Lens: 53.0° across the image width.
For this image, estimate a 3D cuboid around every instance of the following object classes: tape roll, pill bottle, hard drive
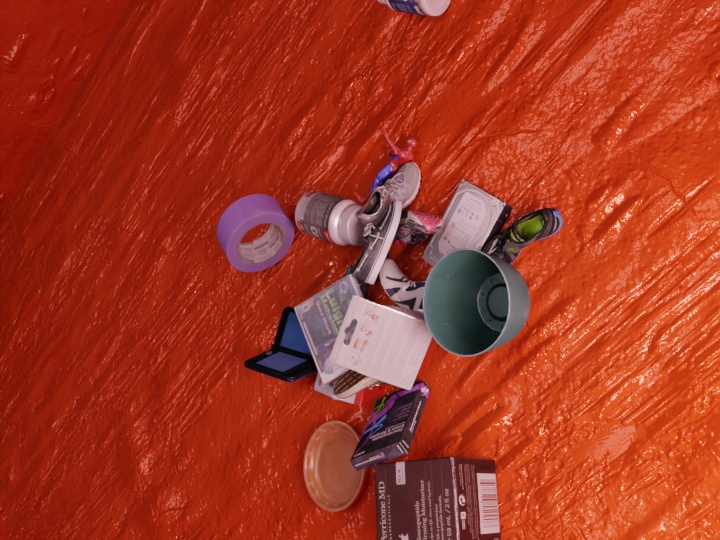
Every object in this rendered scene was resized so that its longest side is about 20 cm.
[{"bbox_3d":[-0.283,-0.100,1.954,0.201,0.198,0.085,-52,51,18],"label":"tape roll"},{"bbox_3d":[-0.065,-0.128,1.820,0.197,0.113,0.117,19,91,44],"label":"pill bottle"},{"bbox_3d":[0.125,-0.703,1.806,0.198,0.110,0.114,26,96,43],"label":"pill bottle"},{"bbox_3d":[0.231,-0.082,1.589,0.139,0.037,0.203,38,105,42],"label":"hard drive"}]

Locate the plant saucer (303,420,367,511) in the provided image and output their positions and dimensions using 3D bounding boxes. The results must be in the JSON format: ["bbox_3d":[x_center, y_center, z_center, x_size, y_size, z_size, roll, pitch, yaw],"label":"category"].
[{"bbox_3d":[-0.055,0.460,1.702,0.197,0.037,0.206,-13,71,39],"label":"plant saucer"}]

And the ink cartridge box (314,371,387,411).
[{"bbox_3d":[-0.017,0.235,1.721,0.197,0.049,0.167,13,88,47],"label":"ink cartridge box"}]

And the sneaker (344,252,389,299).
[{"bbox_3d":[0.000,0.000,1.753,0.082,0.072,0.203,38,103,42],"label":"sneaker"}]

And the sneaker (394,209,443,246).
[{"bbox_3d":[0.130,-0.092,1.630,0.200,0.078,0.077,-172,92,-77],"label":"sneaker"}]

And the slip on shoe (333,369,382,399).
[{"bbox_3d":[0.027,0.242,1.648,0.198,0.061,0.077,-36,25,13],"label":"slip on shoe"}]

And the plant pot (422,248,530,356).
[{"bbox_3d":[0.246,0.064,1.438,0.197,0.159,0.207,-2,86,39],"label":"plant pot"}]

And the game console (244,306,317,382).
[{"bbox_3d":[-0.186,0.186,1.849,0.197,0.169,0.122,8,110,43],"label":"game console"}]

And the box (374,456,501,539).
[{"bbox_3d":[0.152,0.461,1.424,0.197,0.162,0.171,-17,68,38],"label":"box"}]

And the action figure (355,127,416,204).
[{"bbox_3d":[0.056,-0.265,1.774,0.200,0.065,0.100,-44,70,25],"label":"action figure"}]

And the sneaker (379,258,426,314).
[{"bbox_3d":[0.127,0.036,1.623,0.129,0.079,0.203,-38,55,26],"label":"sneaker"}]

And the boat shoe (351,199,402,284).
[{"bbox_3d":[0.035,-0.073,1.649,0.074,0.067,0.204,-114,46,-79],"label":"boat shoe"}]

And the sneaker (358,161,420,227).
[{"bbox_3d":[0.071,-0.179,1.716,0.074,0.082,0.202,29,82,43],"label":"sneaker"}]

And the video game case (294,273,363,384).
[{"bbox_3d":[-0.052,0.140,1.717,0.179,0.023,0.204,-29,75,23],"label":"video game case"}]

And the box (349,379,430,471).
[{"bbox_3d":[0.066,0.330,1.543,0.141,0.036,0.201,-30,18,32],"label":"box"}]

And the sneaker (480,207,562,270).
[{"bbox_3d":[0.316,-0.070,1.475,0.198,0.082,0.072,-35,62,32],"label":"sneaker"}]

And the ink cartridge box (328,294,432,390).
[{"bbox_3d":[0.047,0.150,1.556,0.047,0.195,0.163,-98,29,-73],"label":"ink cartridge box"}]
